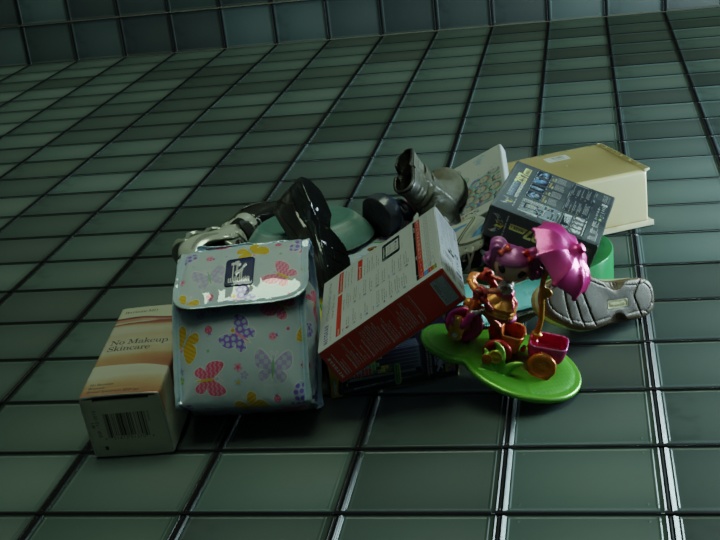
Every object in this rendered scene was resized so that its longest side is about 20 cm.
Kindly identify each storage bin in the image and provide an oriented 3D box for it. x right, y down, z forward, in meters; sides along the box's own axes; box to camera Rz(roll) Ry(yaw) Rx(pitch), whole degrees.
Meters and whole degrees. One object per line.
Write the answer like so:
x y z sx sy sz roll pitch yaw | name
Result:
0.333 -0.126 1.887 0.198 0.095 0.199 -12 22 -12 | storage bin

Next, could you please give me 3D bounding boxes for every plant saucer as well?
-0.079 -0.059 1.742 0.198 0.036 0.200 -9 18 3 | plant saucer

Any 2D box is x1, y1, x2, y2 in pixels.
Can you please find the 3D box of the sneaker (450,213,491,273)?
0.130 -0.022 1.596 0.072 0.072 0.199 26 36 29 | sneaker

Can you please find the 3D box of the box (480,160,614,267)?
0.267 -0.078 1.649 0.156 0.051 0.200 22 27 8 | box

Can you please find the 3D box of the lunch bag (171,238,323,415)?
-0.135 0.065 1.389 0.168 0.202 0.127 -3 -13 6 | lunch bag

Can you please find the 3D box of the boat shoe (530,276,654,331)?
0.285 0.043 1.507 0.198 0.073 0.076 4 -5 -35 | boat shoe

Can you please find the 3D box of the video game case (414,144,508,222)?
0.154 -0.110 1.860 0.181 0.024 0.201 -29 25 18 | video game case

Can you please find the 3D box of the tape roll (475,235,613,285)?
0.261 -0.009 1.677 0.198 0.049 0.201 -6 22 3 | tape roll

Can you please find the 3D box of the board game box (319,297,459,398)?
0.024 0.084 1.513 0.164 0.057 0.200 -11 22 -7 | board game box

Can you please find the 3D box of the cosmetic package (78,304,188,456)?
-0.259 0.129 1.420 0.102 0.088 0.201 -6 27 7 | cosmetic package

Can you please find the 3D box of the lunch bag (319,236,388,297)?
0.000 0.000 1.705 0.159 0.076 0.199 -23 26 -40 | lunch bag

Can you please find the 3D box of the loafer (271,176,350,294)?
-0.069 -0.034 1.622 0.072 0.073 0.201 -36 48 20 | loafer

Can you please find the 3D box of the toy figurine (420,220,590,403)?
0.184 0.027 1.355 0.198 0.186 0.150 17 26 8 | toy figurine

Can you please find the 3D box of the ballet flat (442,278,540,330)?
0.162 0.051 1.514 0.199 0.071 0.070 -9 18 -39 | ballet flat

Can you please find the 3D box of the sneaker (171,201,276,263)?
-0.197 -0.046 1.888 0.199 0.075 0.088 -27 28 -21 | sneaker

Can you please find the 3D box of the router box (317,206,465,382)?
0.036 0.024 1.408 0.179 0.049 0.200 -35 19 15 | router box

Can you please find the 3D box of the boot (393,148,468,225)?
0.104 -0.138 1.791 0.067 0.131 0.201 -26 27 21 | boot

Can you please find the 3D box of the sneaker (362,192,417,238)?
0.050 -0.090 1.778 0.082 0.071 0.200 -33 -5 -8 | sneaker
